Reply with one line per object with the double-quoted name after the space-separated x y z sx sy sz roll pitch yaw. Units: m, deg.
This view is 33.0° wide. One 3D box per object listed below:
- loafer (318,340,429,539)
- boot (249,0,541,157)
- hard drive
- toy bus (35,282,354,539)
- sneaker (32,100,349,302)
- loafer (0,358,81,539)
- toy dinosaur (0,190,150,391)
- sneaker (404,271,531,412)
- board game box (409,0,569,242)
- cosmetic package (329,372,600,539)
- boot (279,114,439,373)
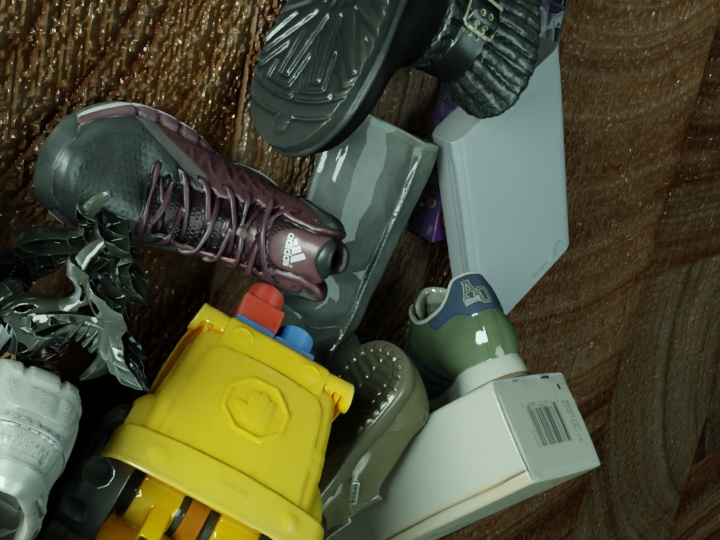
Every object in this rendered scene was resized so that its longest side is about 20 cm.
-0.024 0.137 0.785 0.200 0.076 0.067 -46 132 9 "loafer"
0.033 -0.131 0.749 0.158 0.079 0.212 43 70 -48 "boot"
0.112 -0.059 0.929 0.132 0.026 0.201 -44 141 -29 "hard drive"
-0.091 0.109 0.711 0.200 0.135 0.193 -52 -166 47 "toy bus"
-0.072 -0.032 0.661 0.199 0.115 0.076 11 102 -56 "sneaker"
-0.188 0.116 0.571 0.200 0.069 0.070 -51 -157 44 "loafer"
-0.173 0.024 0.573 0.134 0.103 0.201 -12 147 -1 "toy dinosaur"
0.066 0.056 0.912 0.067 0.091 0.200 -15 171 -17 "sneaker"
0.099 -0.126 0.916 0.119 0.032 0.202 -11 120 -45 "board game box"
0.054 0.145 0.850 0.199 0.074 0.103 -34 160 33 "cosmetic package"
0.002 0.001 0.838 0.181 0.072 0.202 23 85 -58 "boot"
